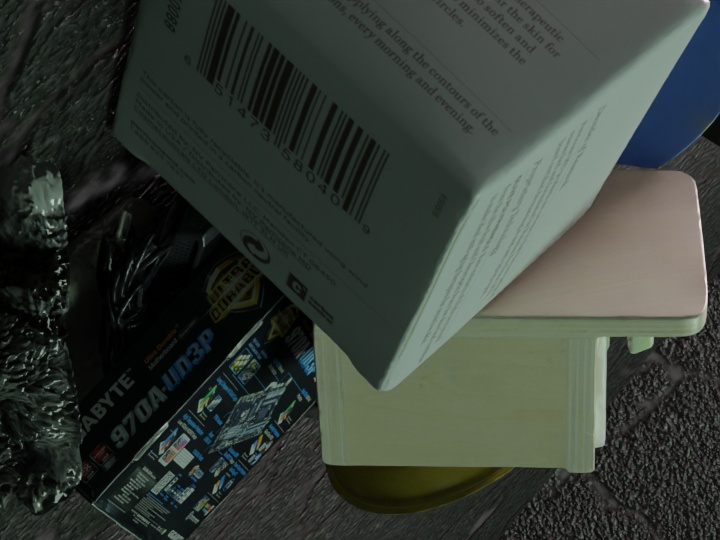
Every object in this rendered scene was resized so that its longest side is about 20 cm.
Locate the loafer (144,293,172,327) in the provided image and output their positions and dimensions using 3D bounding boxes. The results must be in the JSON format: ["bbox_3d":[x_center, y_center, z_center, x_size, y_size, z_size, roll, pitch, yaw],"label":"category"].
[{"bbox_3d":[-0.104,0.030,1.378,0.071,0.073,0.200,-51,163,-46],"label":"loafer"}]

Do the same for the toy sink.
[{"bbox_3d":[0.080,0.028,1.260,0.130,0.200,0.112,-86,174,-52],"label":"toy sink"}]

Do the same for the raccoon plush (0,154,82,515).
[{"bbox_3d":[-0.212,0.044,1.139,0.134,0.200,0.097,-7,-167,-21],"label":"raccoon plush"}]

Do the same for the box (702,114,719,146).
[{"bbox_3d":[0.195,-0.180,1.379,0.149,0.200,0.124,-56,171,-8],"label":"box"}]

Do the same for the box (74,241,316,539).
[{"bbox_3d":[-0.086,0.073,1.301,0.159,0.046,0.200,-47,165,-6],"label":"box"}]

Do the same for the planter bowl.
[{"bbox_3d":[0.043,0.053,1.517,0.200,0.083,0.201,-26,-149,17],"label":"planter bowl"}]

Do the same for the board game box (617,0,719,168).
[{"bbox_3d":[0.116,-0.140,1.299,0.039,0.200,0.158,9,89,-79],"label":"board game box"}]

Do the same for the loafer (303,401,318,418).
[{"bbox_3d":[-0.060,0.081,1.650,0.063,0.072,0.200,-33,178,0],"label":"loafer"}]

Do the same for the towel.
[{"bbox_3d":[-0.171,0.046,1.304,0.133,0.034,0.200,-42,165,-29],"label":"towel"}]

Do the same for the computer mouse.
[{"bbox_3d":[-0.075,-0.039,1.251,0.200,0.053,0.139,-43,163,-25],"label":"computer mouse"}]

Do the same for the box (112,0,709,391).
[{"bbox_3d":[0.016,-0.095,1.122,0.171,0.199,0.200,-40,167,-28],"label":"box"}]
